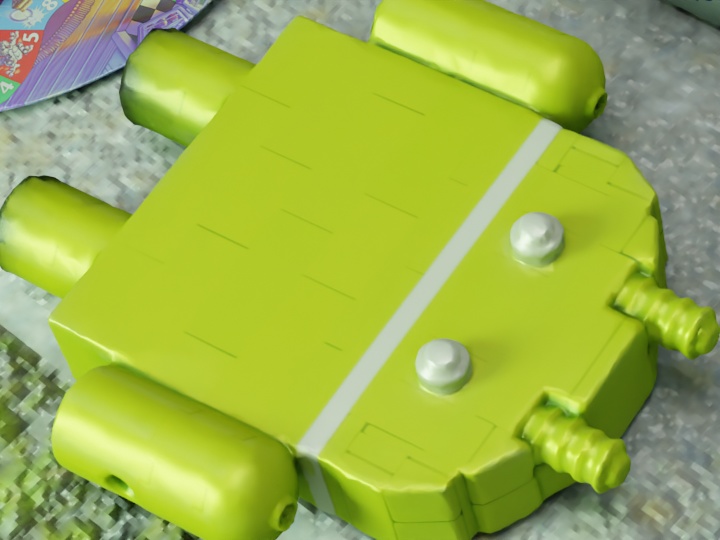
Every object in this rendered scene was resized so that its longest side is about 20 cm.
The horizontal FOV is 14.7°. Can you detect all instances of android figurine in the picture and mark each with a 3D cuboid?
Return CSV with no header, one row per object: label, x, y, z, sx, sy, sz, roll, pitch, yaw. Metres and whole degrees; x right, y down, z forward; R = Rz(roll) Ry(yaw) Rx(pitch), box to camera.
android figurine,0.000,0.000,0.758,0.199,0.041,0.182,26,63,29

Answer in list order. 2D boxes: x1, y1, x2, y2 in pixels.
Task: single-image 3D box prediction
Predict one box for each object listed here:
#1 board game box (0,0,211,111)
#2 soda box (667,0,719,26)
board game box,-0.124,-0.137,0.883,0.157,0.039,0.201,-20,52,-3
soda box,0.054,-0.147,0.835,0.199,0.068,0.063,30,66,29
